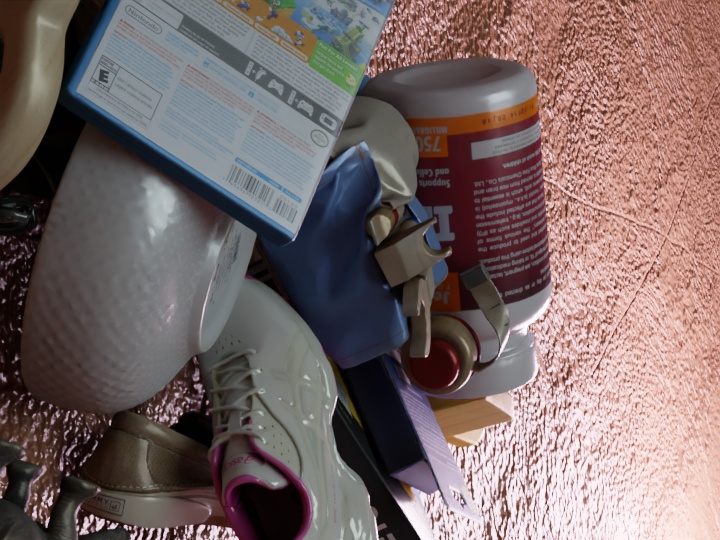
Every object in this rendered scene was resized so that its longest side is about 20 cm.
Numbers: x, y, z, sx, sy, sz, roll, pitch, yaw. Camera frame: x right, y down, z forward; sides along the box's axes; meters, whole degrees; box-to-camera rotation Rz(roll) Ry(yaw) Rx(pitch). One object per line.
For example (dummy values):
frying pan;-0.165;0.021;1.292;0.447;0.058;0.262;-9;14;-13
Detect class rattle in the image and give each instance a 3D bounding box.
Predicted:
rattle;-0.204;-0.135;1.027;0.142;0.201;0.130;24;14;-29

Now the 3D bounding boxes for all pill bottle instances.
pill bottle;0.064;-0.027;1.371;0.113;0.112;0.202;-39;125;-62

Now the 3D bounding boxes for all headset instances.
headset;-0.189;-0.088;1.160;0.201;0.093;0.124;-96;174;-48

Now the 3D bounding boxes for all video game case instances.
video game case;-0.060;-0.132;1.128;0.143;0.018;0.201;33;61;-20

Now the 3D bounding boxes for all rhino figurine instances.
rhino figurine;-0.174;0.144;1.109;0.200;0.059;0.088;40;66;-56

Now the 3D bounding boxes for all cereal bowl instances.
cereal bowl;-0.108;-0.013;1.173;0.200;0.083;0.202;19;90;-82

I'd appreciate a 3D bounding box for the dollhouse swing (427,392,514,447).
dollhouse swing;0.089;0.027;1.611;0.175;0.181;0.202;15;66;-41

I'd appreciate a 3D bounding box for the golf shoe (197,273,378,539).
golf shoe;-0.054;0.089;1.224;0.091;0.075;0.201;11;52;-62

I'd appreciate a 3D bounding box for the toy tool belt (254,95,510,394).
toy tool belt;0.000;0.000;1.269;0.201;0.124;0.123;60;21;-9

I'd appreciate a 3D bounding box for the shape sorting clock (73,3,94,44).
shape sorting clock;-0.126;-0.175;1.345;0.200;0.039;0.201;39;41;-45

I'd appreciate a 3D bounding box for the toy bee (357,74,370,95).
toy bee;-0.021;-0.077;1.436;0.200;0.130;0.110;41;33;-67

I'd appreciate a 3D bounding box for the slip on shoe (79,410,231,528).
slip on shoe;-0.094;0.115;1.276;0.199;0.076;0.061;11;94;-57

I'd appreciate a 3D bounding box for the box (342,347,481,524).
box;0.018;0.076;1.412;0.201;0.032;0.121;65;8;17

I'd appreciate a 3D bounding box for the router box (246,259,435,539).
router box;-0.016;0.105;1.412;0.201;0.051;0.150;59;8;-42

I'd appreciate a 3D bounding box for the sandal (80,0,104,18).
sandal;-0.137;-0.198;1.140;0.201;0.054;0.080;58;30;-4
